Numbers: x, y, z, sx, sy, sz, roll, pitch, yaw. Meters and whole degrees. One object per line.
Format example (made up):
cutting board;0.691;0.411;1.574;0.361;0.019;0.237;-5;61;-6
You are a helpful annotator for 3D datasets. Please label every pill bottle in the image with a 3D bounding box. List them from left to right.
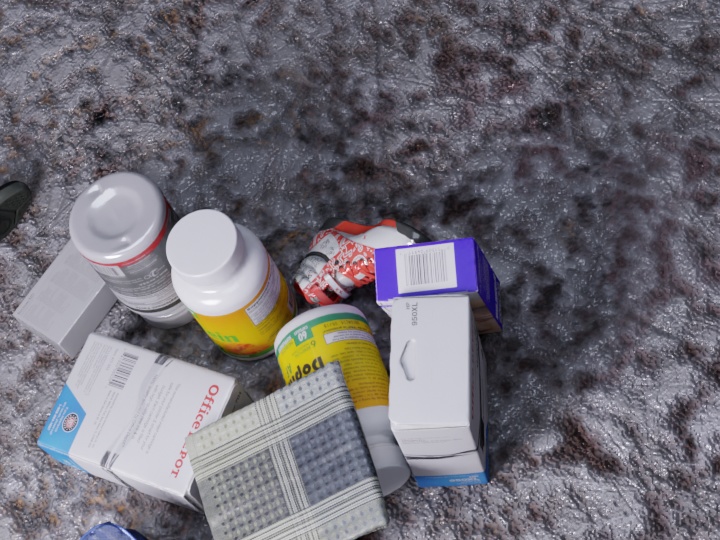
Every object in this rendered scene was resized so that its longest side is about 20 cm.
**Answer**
pill bottle;-0.249;-0.018;1.752;0.113;0.200;0.115;-6;62;12
pill bottle;-0.148;0.014;1.709;0.110;0.200;0.112;-6;62;12
pill bottle;-0.016;0.148;1.657;0.112;0.113;0.201;-22;61;3

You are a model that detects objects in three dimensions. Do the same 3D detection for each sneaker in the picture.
sneaker;-0.517;-0.064;1.918;0.199;0.076;0.114;-41;67;-1
sneaker;0.000;0.001;1.717;0.201;0.067;0.108;7;61;54

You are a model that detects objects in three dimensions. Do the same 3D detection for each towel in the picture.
towel;-0.079;0.219;1.582;0.199;0.035;0.193;-27;64;14

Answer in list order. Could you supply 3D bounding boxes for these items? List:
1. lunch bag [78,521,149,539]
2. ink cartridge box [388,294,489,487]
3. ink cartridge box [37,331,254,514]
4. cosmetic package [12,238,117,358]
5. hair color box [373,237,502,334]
lunch bag;-0.280;0.376;1.606;0.200;0.132;0.136;-43;77;-10
ink cartridge box;0.085;0.129;1.584;0.084;0.200;0.145;-3;66;9
ink cartridge box;-0.242;0.173;1.720;0.199;0.086;0.147;17;70;20
cosmetic package;-0.328;0.002;1.849;0.082;0.051;0.200;29;74;23
hair color box;0.088;0.023;1.638;0.109;0.200;0.065;-6;76;12
